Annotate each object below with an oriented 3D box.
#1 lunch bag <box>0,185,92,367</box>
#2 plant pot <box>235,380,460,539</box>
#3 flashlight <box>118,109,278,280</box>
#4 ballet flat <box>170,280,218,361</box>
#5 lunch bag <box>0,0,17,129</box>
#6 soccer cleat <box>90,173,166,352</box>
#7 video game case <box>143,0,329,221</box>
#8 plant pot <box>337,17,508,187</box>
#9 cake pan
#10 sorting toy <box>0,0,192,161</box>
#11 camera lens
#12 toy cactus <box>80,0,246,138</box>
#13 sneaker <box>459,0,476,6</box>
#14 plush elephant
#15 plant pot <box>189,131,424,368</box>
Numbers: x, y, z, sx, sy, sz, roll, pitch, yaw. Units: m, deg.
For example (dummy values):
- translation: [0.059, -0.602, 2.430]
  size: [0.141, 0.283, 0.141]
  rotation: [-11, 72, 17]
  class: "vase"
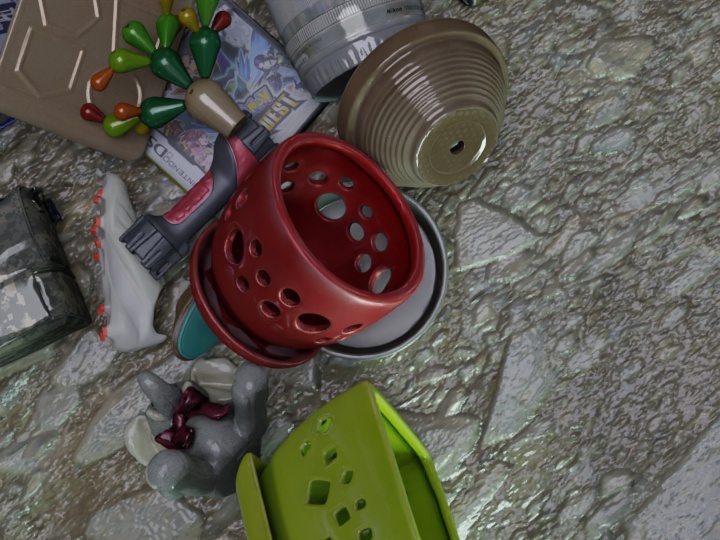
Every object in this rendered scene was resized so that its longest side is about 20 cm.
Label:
- translation: [-0.413, 0.017, 1.418]
  size: [0.199, 0.139, 0.169]
  rotation: [-25, 86, 1]
  class: "lunch bag"
- translation: [-0.011, 0.267, 1.329]
  size: [0.180, 0.199, 0.201]
  rotation: [-26, 52, 8]
  class: "plant pot"
- translation: [-0.178, -0.087, 1.413]
  size: [0.200, 0.068, 0.068]
  rotation: [-43, 47, -7]
  class: "flashlight"
- translation: [-0.162, 0.006, 1.442]
  size: [0.072, 0.068, 0.201]
  rotation: [21, 78, 44]
  class: "ballet flat"
- translation: [-0.448, -0.242, 1.449]
  size: [0.199, 0.124, 0.171]
  rotation: [-31, 85, -14]
  class: "lunch bag"
- translation: [-0.261, -0.009, 1.454]
  size: [0.077, 0.069, 0.202]
  rotation: [-3, 84, -18]
  class: "soccer cleat"
- translation: [-0.160, -0.187, 1.474]
  size: [0.181, 0.026, 0.200]
  rotation: [41, 90, 5]
  class: "video game case"
- translation: [0.083, -0.157, 1.365]
  size: [0.200, 0.201, 0.093]
  rotation: [-35, 51, 0]
  class: "plant pot"
- translation: [0.000, 0.000, 1.447]
  size: [0.198, 0.037, 0.203]
  rotation: [0, 87, 3]
  class: "cake pan"
- translation: [-0.298, -0.244, 1.423]
  size: [0.184, 0.036, 0.202]
  rotation: [20, 88, -28]
  class: "sorting toy"
- translation: [-0.025, -0.306, 1.406]
  size: [0.159, 0.160, 0.202]
  rotation: [-23, 86, 1]
  class: "camera lens"
- translation: [-0.195, -0.204, 1.390]
  size: [0.165, 0.102, 0.200]
  rotation: [41, 91, 4]
  class: "toy cactus"
- translation: [0.127, -0.412, 1.458]
  size: [0.115, 0.076, 0.202]
  rotation: [-25, 93, -7]
  class: "sneaker"
- translation: [-0.182, 0.164, 1.398]
  size: [0.154, 0.200, 0.165]
  rotation: [33, 75, 27]
  class: "plush elephant"
- translation: [-0.061, -0.012, 1.322]
  size: [0.182, 0.200, 0.201]
  rotation: [-39, 84, 39]
  class: "plant pot"
